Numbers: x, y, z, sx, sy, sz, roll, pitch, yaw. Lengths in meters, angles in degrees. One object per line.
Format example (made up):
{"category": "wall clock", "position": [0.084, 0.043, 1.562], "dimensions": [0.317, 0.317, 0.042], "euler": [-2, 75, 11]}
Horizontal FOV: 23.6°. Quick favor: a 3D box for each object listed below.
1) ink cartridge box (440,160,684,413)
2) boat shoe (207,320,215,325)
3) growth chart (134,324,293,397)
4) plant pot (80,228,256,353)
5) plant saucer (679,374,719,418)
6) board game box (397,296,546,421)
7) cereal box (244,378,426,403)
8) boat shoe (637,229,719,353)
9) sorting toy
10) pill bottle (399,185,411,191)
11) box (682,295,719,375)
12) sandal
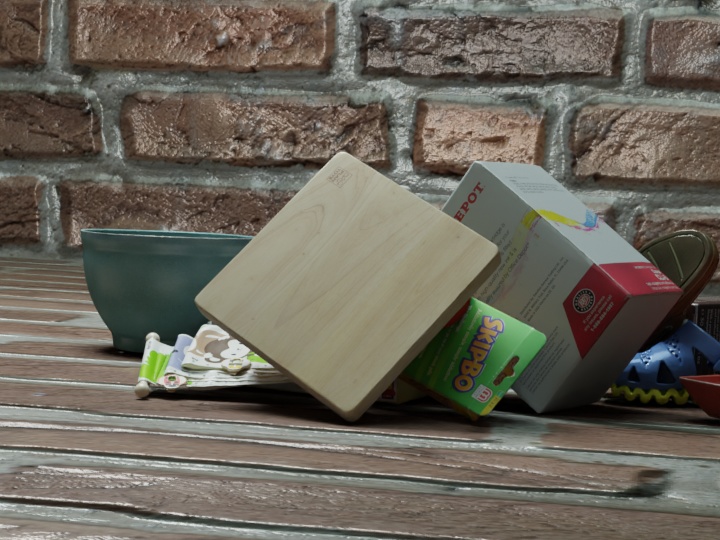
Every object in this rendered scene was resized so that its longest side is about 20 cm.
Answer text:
{"category": "ink cartridge box", "position": [0.167, 0.012, 1.622], "dimensions": [0.200, 0.145, 0.144], "euler": [44, 22, 22]}
{"category": "boat shoe", "position": [-0.136, 0.066, 1.796], "dimensions": [0.073, 0.067, 0.200], "euler": [30, -20, 6]}
{"category": "growth chart", "position": [-0.110, 0.077, 1.602], "dimensions": [0.199, 0.018, 0.145], "euler": [-5, 22, -6]}
{"category": "plant pot", "position": [-0.217, 0.025, 1.942], "dimensions": [0.199, 0.135, 0.200], "euler": [3, 2, 0]}
{"category": "plant saucer", "position": [0.425, 0.124, 1.561], "dimensions": [0.199, 0.037, 0.200], "euler": [1, 5, -39]}
{"category": "board game box", "position": [0.068, 0.060, 1.541], "dimensions": [0.200, 0.096, 0.030], "euler": [26, -22, 41]}
{"category": "cereal box", "position": [-0.026, 0.095, 1.669], "dimensions": [0.199, 0.040, 0.144], "euler": [4, 4, 22]}
{"category": "boat shoe", "position": [0.291, 0.033, 1.724], "dimensions": [0.068, 0.072, 0.200], "euler": [16, -47, -37]}
{"category": "sorting toy", "position": [-0.006, 0.023, 1.533], "dimensions": [0.199, 0.200, 0.070], "euler": [33, -19, 32]}
{"category": "pill bottle", "position": [0.000, 0.000, 2.001], "dimensions": [0.113, 0.201, 0.114], "euler": [2, 2, 0]}
{"category": "box", "position": [0.378, 0.079, 1.825], "dimensions": [0.075, 0.101, 0.200], "euler": [6, 5, 41]}
{"category": "sandal", "position": [0.322, 0.089, 1.695], "dimensions": [0.199, 0.087, 0.079], "euler": [1, 5, -2]}
